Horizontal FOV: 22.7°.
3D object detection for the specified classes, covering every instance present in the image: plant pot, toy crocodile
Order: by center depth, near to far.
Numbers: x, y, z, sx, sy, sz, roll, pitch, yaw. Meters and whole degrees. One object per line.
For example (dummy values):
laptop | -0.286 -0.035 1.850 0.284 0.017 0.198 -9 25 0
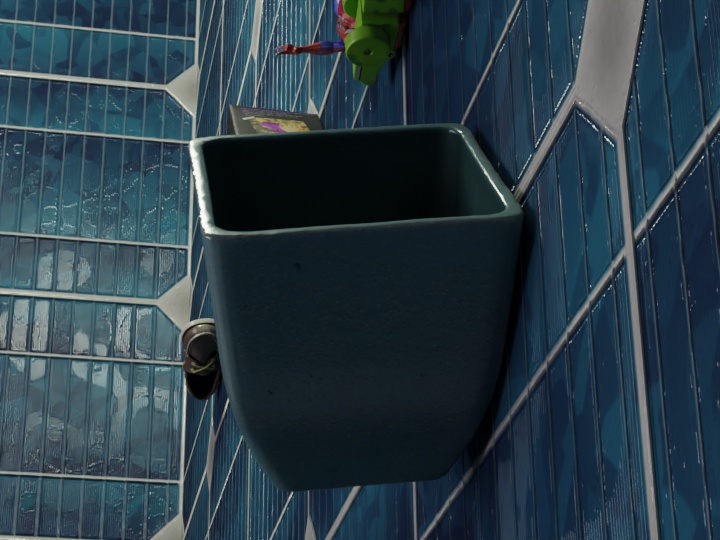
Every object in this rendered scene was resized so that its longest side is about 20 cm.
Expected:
plant pot | -0.009 0.030 1.181 0.196 0.194 0.202 -110 18 -67
toy crocodile | 0.019 -0.234 1.502 0.201 0.061 0.068 99 169 -51

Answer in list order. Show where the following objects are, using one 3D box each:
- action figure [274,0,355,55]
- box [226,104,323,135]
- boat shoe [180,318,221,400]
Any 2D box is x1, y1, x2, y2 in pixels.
action figure | -0.037 -0.258 1.716 0.200 0.098 0.066 -107 22 -58
box | -0.091 -0.088 1.907 0.200 0.105 0.123 -110 26 -68
boat shoe | -0.247 0.140 2.816 0.200 0.071 0.060 105 160 -61
